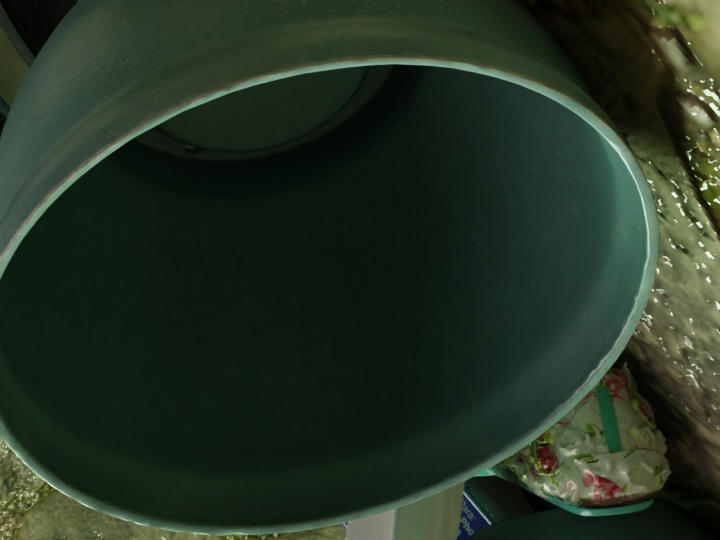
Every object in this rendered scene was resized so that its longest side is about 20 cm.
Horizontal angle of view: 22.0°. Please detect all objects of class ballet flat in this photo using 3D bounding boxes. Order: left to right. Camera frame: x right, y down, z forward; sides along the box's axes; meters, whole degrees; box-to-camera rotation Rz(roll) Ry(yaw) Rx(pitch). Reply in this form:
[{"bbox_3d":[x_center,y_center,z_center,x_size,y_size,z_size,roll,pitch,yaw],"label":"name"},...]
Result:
[{"bbox_3d":[0.081,0.062,0.809,0.200,0.075,0.065,179,82,-73],"label":"ballet flat"}]

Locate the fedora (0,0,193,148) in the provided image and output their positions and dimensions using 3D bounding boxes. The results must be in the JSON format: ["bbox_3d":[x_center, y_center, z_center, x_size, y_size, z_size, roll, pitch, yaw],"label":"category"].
[{"bbox_3d":[-0.077,-0.106,0.678,0.201,0.091,0.202,44,-146,-41],"label":"fedora"}]

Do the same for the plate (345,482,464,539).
[{"bbox_3d":[0.020,0.088,0.796,0.032,0.201,0.200,9,149,-3],"label":"plate"}]

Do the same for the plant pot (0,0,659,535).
[{"bbox_3d":[-0.024,-0.033,0.572,0.201,0.199,0.135,61,-170,-49],"label":"plant pot"}]

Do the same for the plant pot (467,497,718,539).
[{"bbox_3d":[0.103,0.175,0.806,0.200,0.198,0.136,84,177,-74],"label":"plant pot"}]

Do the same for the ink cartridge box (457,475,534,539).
[{"bbox_3d":[0.090,0.158,0.993,0.200,0.041,0.200,50,-171,4],"label":"ink cartridge box"}]

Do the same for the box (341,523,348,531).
[{"bbox_3d":[0.044,0.164,0.976,0.201,0.032,0.121,55,-171,15],"label":"box"}]

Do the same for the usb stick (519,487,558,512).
[{"bbox_3d":[0.071,0.067,0.928,0.201,0.033,0.055,56,170,-30],"label":"usb stick"}]
